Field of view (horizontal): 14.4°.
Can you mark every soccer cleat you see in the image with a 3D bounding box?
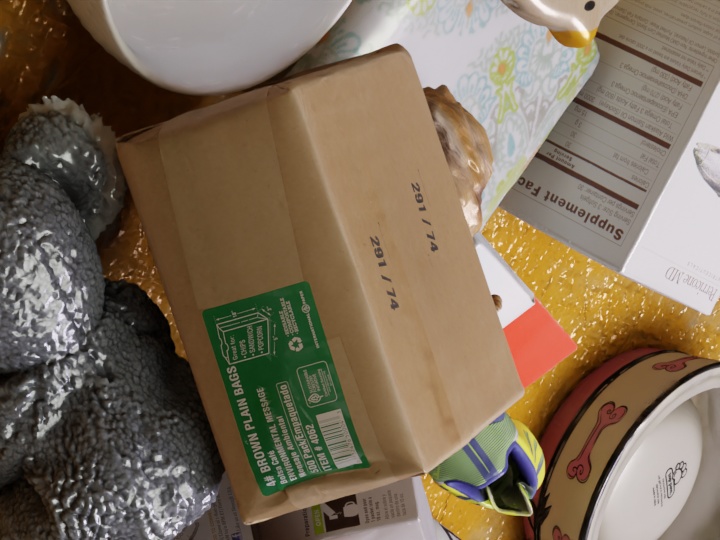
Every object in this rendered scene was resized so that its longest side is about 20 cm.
[{"bbox_3d":[0.077,0.121,1.697,0.065,0.084,0.200,-37,158,2],"label":"soccer cleat"}]

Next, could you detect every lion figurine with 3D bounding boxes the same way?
[{"bbox_3d":[0.000,0.000,1.539,0.200,0.123,0.072,-37,180,9],"label":"lion figurine"}]

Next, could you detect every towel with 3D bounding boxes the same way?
[{"bbox_3d":[0.046,-0.110,1.613,0.171,0.048,0.200,-56,142,-10],"label":"towel"}]

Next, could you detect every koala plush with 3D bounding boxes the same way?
[{"bbox_3d":[-0.160,0.028,1.383,0.177,0.184,0.200,-35,124,-29],"label":"koala plush"}]

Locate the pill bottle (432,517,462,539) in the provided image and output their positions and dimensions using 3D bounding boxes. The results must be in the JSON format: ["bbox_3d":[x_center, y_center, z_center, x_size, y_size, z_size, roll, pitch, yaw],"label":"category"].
[{"bbox_3d":[0.024,0.205,1.733,0.112,0.111,0.200,-56,142,-5],"label":"pill bottle"}]

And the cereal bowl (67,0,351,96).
[{"bbox_3d":[-0.077,-0.191,1.389,0.200,0.083,0.201,-27,131,-36],"label":"cereal bowl"}]

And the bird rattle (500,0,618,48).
[{"bbox_3d":[0.119,-0.215,1.543,0.200,0.112,0.163,46,63,-48],"label":"bird rattle"}]

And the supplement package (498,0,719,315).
[{"bbox_3d":[0.189,-0.095,1.722,0.117,0.117,0.200,22,97,-53],"label":"supplement package"}]

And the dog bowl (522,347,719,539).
[{"bbox_3d":[0.190,0.140,1.909,0.200,0.074,0.201,-26,130,-36],"label":"dog bowl"}]

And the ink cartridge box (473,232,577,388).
[{"bbox_3d":[0.037,0.062,1.667,0.160,0.047,0.200,-38,141,5],"label":"ink cartridge box"}]

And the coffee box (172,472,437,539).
[{"bbox_3d":[-0.060,0.159,1.549,0.199,0.080,0.113,-12,137,3],"label":"coffee box"}]

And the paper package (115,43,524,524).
[{"bbox_3d":[-0.017,0.002,1.413,0.191,0.103,0.201,-27,100,-68],"label":"paper package"}]
